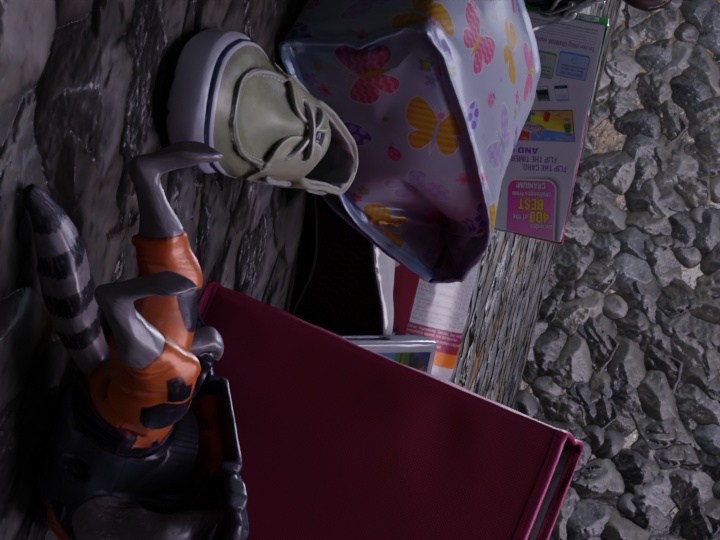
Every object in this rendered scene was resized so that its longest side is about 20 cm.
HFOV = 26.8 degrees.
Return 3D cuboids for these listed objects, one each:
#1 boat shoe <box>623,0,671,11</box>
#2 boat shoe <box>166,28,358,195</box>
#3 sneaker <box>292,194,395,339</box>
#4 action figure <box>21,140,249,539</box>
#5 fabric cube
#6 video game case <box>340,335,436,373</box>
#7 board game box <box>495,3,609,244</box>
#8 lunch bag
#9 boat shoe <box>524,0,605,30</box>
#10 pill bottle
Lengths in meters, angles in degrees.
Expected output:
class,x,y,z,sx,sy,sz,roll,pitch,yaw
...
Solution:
class,x,y,z,sx,sy,sz,roll,pitch,yaw
boat shoe,0.269,-0.295,1.188,0.201,0.072,0.060,-57,-175,13
boat shoe,-0.046,-0.079,0.791,0.200,0.061,0.073,12,91,-78
sneaker,0.000,0.000,1.077,0.085,0.072,0.202,-38,139,-68
action figure,-0.104,0.040,0.662,0.201,0.104,0.195,-112,-150,-54
fabric cube,-0.008,0.144,0.819,0.200,0.198,0.198,38,73,-76
video game case,-0.031,0.142,1.008,0.181,0.022,0.202,2,102,-48
board game box,0.127,-0.137,1.346,0.040,0.152,0.202,-56,158,-70
lunch bag,0.041,-0.113,0.968,0.170,0.126,0.201,-67,145,-42
boat shoe,0.177,-0.242,1.263,0.075,0.199,0.062,-3,-73,62
pill bottle,0.040,-0.022,1.154,0.110,0.109,0.202,13,90,-79
